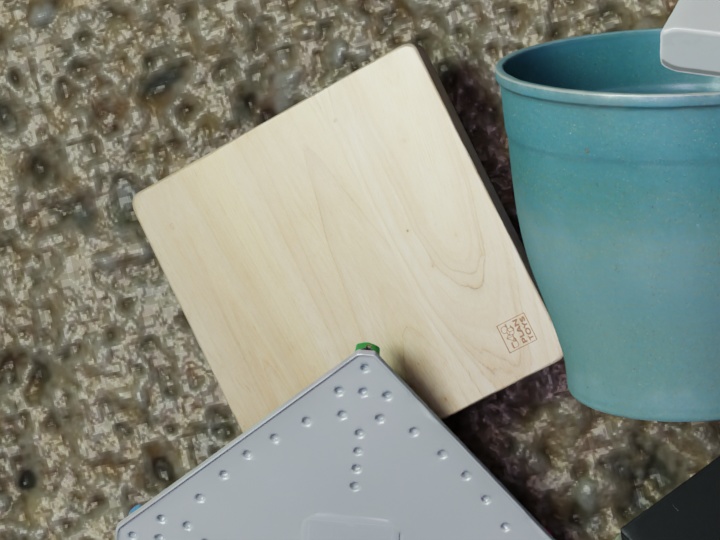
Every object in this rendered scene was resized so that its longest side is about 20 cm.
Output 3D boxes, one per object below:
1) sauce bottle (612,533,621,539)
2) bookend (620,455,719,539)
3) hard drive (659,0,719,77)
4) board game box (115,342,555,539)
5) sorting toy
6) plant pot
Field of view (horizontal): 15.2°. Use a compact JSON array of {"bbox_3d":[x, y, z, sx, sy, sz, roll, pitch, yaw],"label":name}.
[{"bbox_3d":[0.212,0.227,1.543,0.065,0.065,0.200,-41,83,16],"label":"sauce bottle"},{"bbox_3d":[0.276,0.166,1.422,0.200,0.092,0.199,-35,55,-13],"label":"bookend"},{"bbox_3d":[0.246,-0.151,1.437,0.131,0.200,0.026,8,122,17],"label":"hard drive"},{"bbox_3d":[-0.006,0.161,1.577,0.200,0.026,0.200,-36,110,20],"label":"board game box"},{"bbox_3d":[0.000,0.000,1.592,0.198,0.070,0.201,-28,86,18],"label":"sorting toy"},{"bbox_3d":[0.175,-0.023,1.476,0.199,0.200,0.189,2,105,18],"label":"plant pot"}]
